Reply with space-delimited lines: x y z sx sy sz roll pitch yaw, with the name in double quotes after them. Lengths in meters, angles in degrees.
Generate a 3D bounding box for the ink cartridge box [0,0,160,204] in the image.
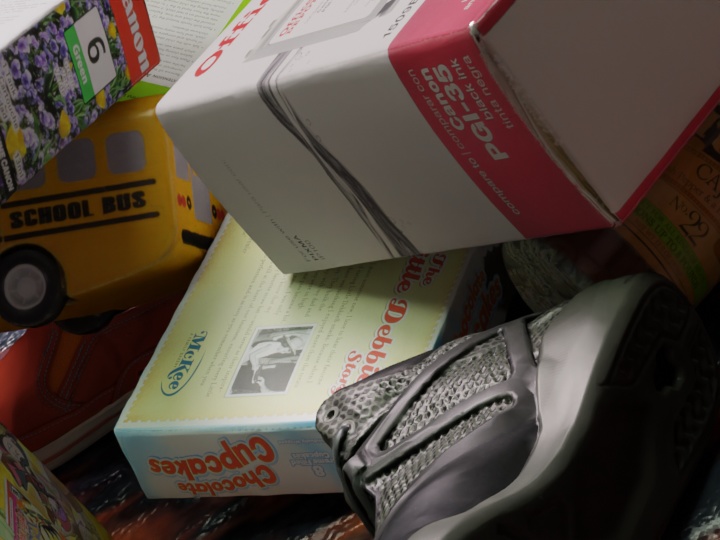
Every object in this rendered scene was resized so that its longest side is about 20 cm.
-0.139 -0.080 0.999 0.108 0.051 0.200 -5 24 25 "ink cartridge box"

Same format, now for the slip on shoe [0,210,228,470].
-0.111 0.029 1.091 0.199 0.061 0.074 -29 28 24 "slip on shoe"

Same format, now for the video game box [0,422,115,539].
-0.146 0.094 0.882 0.047 0.182 0.200 -38 24 12 "video game box"

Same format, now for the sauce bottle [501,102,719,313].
0.132 -0.057 0.897 0.200 0.065 0.065 -47 26 -14 "sauce bottle"

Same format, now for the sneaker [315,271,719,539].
0.025 0.084 0.796 0.114 0.076 0.200 -19 28 40 "sneaker"

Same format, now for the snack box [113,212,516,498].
0.000 0.000 0.984 0.115 0.037 0.201 -4 39 27 "snack box"

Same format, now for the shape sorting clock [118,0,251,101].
-0.113 -0.089 1.119 0.198 0.039 0.201 -6 47 6 "shape sorting clock"

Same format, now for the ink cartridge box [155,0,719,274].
0.041 -0.081 0.898 0.147 0.083 0.200 -50 22 -26 "ink cartridge box"

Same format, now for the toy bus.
-0.154 -0.010 1.026 0.199 0.079 0.065 -9 -6 14 "toy bus"
